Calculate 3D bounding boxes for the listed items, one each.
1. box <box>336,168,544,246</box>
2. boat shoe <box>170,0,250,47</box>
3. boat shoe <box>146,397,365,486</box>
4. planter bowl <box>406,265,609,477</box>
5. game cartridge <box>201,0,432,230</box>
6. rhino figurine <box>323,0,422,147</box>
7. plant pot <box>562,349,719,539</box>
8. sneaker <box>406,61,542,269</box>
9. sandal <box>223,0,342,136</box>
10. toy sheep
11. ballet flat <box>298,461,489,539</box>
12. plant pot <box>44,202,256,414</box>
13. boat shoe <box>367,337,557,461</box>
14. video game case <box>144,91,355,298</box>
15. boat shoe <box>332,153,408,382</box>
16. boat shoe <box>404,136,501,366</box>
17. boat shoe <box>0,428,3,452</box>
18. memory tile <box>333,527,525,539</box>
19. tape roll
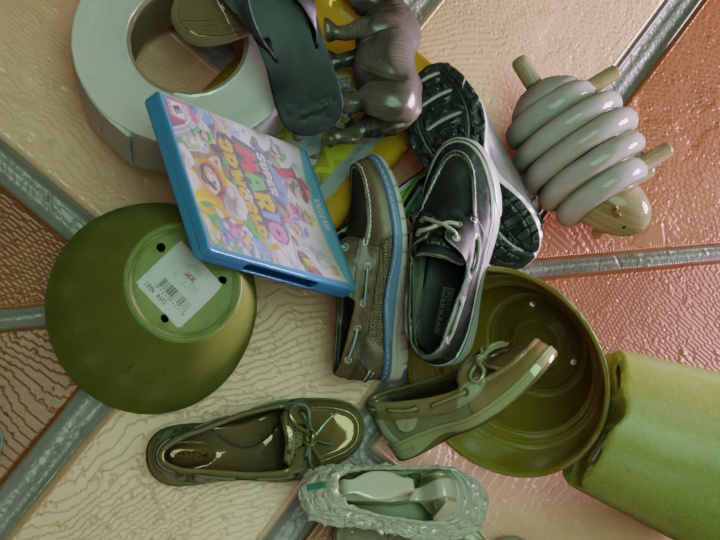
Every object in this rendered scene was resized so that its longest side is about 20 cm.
[{"bbox_3d":[0.064,-0.032,1.373,0.200,0.035,0.110,-37,94,-17],"label":"box"},{"bbox_3d":[-0.074,-0.261,1.251,0.200,0.065,0.072,-39,103,3],"label":"boat shoe"},{"bbox_3d":[-0.086,0.155,1.294,0.199,0.063,0.074,-11,86,-17],"label":"boat shoe"},{"bbox_3d":[0.146,0.079,1.335,0.201,0.200,0.083,60,36,-2],"label":"planter bowl"},{"bbox_3d":[-0.036,-0.152,1.345,0.176,0.032,0.200,40,75,4],"label":"game cartridge"},{"bbox_3d":[0.012,-0.202,1.319,0.087,0.060,0.201,-2,60,2],"label":"rhino figurine"},{"bbox_3d":[0.290,0.163,1.332,0.183,0.200,0.201,20,78,-9],"label":"plant pot"},{"bbox_3d":[0.102,-0.093,1.331,0.074,0.079,0.201,-26,88,14],"label":"sneaker"},{"bbox_3d":[-0.065,-0.207,1.207,0.076,0.043,0.201,-27,104,0],"label":"sandal"},{"bbox_3d":[0.205,-0.118,1.378,0.137,0.138,0.201,-31,77,-17],"label":"toy sheep"},{"bbox_3d":[0.042,0.202,1.298,0.199,0.072,0.072,6,81,-29],"label":"ballet flat"},{"bbox_3d":[-0.161,0.023,1.218,0.186,0.200,0.188,2,83,-16],"label":"plant pot"},{"bbox_3d":[0.086,0.103,1.288,0.063,0.200,0.073,54,44,-3],"label":"boat shoe"},{"bbox_3d":[-0.085,-0.057,1.187,0.018,0.200,0.144,-31,65,24],"label":"video game case"},{"bbox_3d":[0.000,0.000,1.285,0.072,0.072,0.201,-5,94,-16],"label":"boat shoe"},{"bbox_3d":[0.077,-0.019,1.256,0.070,0.064,0.201,2,82,21],"label":"boat shoe"},{"bbox_3d":[-0.389,0.107,1.218,0.199,0.057,0.069,30,76,-10],"label":"boat shoe"},{"bbox_3d":[0.066,0.299,1.319,0.199,0.017,0.154,11,60,-13],"label":"memory tile"},{"bbox_3d":[-0.152,-0.187,1.288,0.201,0.071,0.204,2,72,-6],"label":"tape roll"}]
